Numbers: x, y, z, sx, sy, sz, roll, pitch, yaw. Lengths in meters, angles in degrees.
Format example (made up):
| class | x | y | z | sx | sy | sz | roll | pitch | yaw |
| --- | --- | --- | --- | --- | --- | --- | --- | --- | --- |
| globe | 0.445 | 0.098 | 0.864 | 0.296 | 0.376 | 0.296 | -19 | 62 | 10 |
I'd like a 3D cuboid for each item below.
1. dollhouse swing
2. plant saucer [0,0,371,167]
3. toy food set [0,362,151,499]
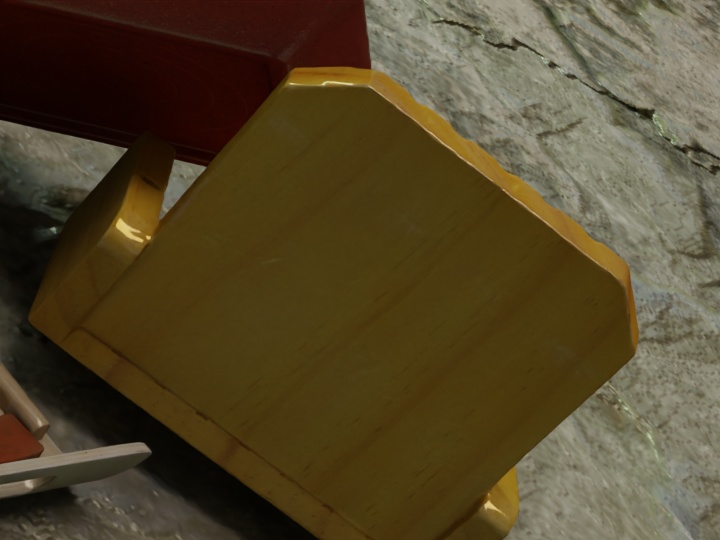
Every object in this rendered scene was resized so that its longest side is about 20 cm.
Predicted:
| class | x | y | z | sx | sy | sz | roll | pitch | yaw |
| --- | --- | --- | --- | --- | --- | --- | --- | --- | --- |
| dollhouse swing | 0.000 | 0.000 | 1.093 | 0.200 | 0.176 | 0.182 | 37 | 16 | -11 |
| plant saucer | -0.095 | -0.089 | 1.095 | 0.199 | 0.037 | 0.200 | 12 | -16 | 6 |
| toy food set | -0.182 | 0.008 | 0.998 | 0.200 | 0.060 | 0.143 | 49 | 26 | 20 |
